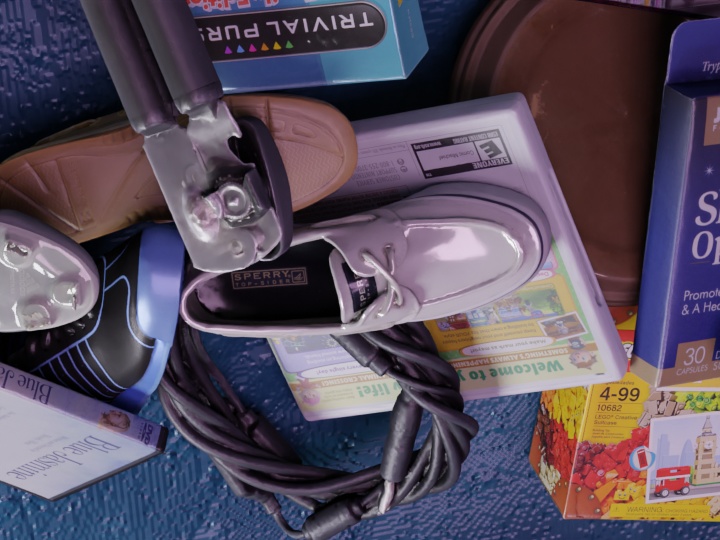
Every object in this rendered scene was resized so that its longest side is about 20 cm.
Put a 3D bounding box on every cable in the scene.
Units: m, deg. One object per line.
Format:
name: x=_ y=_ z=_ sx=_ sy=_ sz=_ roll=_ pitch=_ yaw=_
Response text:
cable: x=-0.028 y=0.064 z=1.614 sx=0.163 sy=0.051 sz=0.200 roll=-15 pitch=119 yaw=27

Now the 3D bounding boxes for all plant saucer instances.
plant saucer: x=0.144 y=-0.080 z=1.596 sx=0.199 sy=0.029 sz=0.201 roll=0 pitch=91 yaw=-17

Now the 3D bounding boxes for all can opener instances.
can opener: x=-0.090 y=-0.095 z=1.472 sx=0.053 sy=0.067 sz=0.201 roll=-21 pitch=93 yaw=23

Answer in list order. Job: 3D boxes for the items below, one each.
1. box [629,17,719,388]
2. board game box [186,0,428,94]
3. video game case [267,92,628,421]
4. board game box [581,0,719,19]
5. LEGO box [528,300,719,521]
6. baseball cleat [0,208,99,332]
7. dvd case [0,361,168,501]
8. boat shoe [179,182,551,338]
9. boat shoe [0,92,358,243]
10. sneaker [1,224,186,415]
box: x=0.213 y=-0.040 z=1.579 sx=0.121 sy=0.032 sz=0.201 roll=-8 pitch=113 yaw=-29
board game box: x=-0.059 y=-0.191 z=1.467 sx=0.150 sy=0.047 sz=0.201 roll=-4 pitch=113 yaw=19
video game case: x=0.026 y=-0.004 z=1.590 sx=0.199 sy=0.022 sz=0.183 roll=-9 pitch=123 yaw=25
board game box: x=0.202 y=-0.195 z=1.579 sx=0.199 sy=0.032 sz=0.121 roll=6 pitch=89 yaw=-18
LEGO box: x=0.212 y=0.065 z=1.700 sx=0.199 sy=0.077 sz=0.150 roll=2 pitch=114 yaw=-17
baseball cleat: x=-0.224 y=-0.021 z=1.509 sx=0.199 sy=0.107 sz=0.070 roll=9 pitch=118 yaw=7
dvd case: x=-0.220 y=0.073 z=1.562 sx=0.199 sy=0.143 sz=0.018 roll=23 pitch=64 yaw=-24
boat shoe: x=0.000 y=0.000 z=1.525 sx=0.199 sy=0.066 sz=0.072 roll=-3 pitch=109 yaw=10
boat shoe: x=-0.100 y=-0.061 z=1.542 sx=0.199 sy=0.069 sz=0.074 roll=-8 pitch=108 yaw=4
sneaker: x=-0.146 y=0.034 z=1.548 sx=0.078 sy=0.070 sz=0.200 roll=11 pitch=147 yaw=-13
